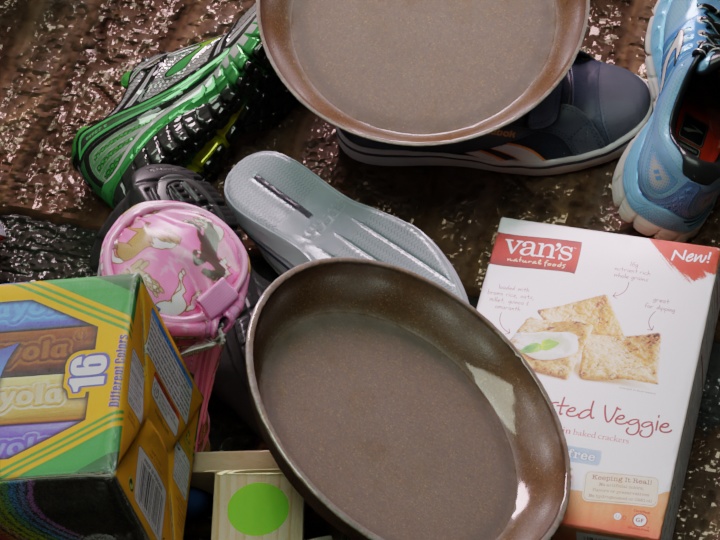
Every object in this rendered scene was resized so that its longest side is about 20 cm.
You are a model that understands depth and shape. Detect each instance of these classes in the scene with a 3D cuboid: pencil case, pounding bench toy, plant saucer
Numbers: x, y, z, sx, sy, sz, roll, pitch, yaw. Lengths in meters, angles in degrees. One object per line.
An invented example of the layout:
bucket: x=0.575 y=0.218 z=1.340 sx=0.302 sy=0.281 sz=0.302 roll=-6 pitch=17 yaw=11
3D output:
pencil case: x=-0.113 y=0.050 z=1.644 sx=0.083 sy=0.200 sz=0.087 roll=10 pitch=53 yaw=-5
pounding bench toy: x=-0.032 y=0.180 z=1.592 sx=0.199 sy=0.124 sz=0.156 roll=-2 pitch=55 yaw=6
plant saucer: x=0.021 y=0.082 z=1.579 sx=0.200 sy=0.032 sz=0.200 roll=23 pitch=42 yaw=-22
plant saucer: x=0.038 y=-0.157 z=1.772 sx=0.200 sy=0.032 sz=0.201 roll=-1 pitch=65 yaw=2

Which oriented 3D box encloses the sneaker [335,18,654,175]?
sneaker: x=0.081 y=-0.107 z=1.806 sx=0.199 sy=0.079 sz=0.079 roll=-3 pitch=54 yaw=3

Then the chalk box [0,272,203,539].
chalk box: x=-0.198 y=0.090 z=1.534 sx=0.199 sy=0.125 sz=0.124 roll=-3 pitch=55 yaw=13

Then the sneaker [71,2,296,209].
sneaker: x=-0.101 y=-0.120 z=1.837 sx=0.085 sy=0.078 sz=0.200 roll=34 pitch=66 yaw=27

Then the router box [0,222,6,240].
router box: x=-0.310 y=-0.008 z=1.701 sx=0.179 sy=0.200 sz=0.049 roll=-25 pitch=87 yaw=3

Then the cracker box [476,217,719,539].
cracker box: x=0.125 y=0.072 z=1.688 sx=0.134 sy=0.058 sz=0.200 roll=8 pitch=56 yaw=12

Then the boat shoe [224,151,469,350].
boat shoe: x=0.000 y=0.000 z=1.743 sx=0.074 sy=0.067 sz=0.200 roll=-38 pitch=54 yaw=-11

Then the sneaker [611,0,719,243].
sneaker: x=0.216 y=-0.114 z=1.774 sx=0.078 sy=0.090 sz=0.200 roll=21 pitch=61 yaw=-12

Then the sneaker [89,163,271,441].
sneaker: x=-0.085 y=0.036 z=1.735 sx=0.076 sy=0.091 sz=0.200 roll=-15 pitch=66 yaw=-51
